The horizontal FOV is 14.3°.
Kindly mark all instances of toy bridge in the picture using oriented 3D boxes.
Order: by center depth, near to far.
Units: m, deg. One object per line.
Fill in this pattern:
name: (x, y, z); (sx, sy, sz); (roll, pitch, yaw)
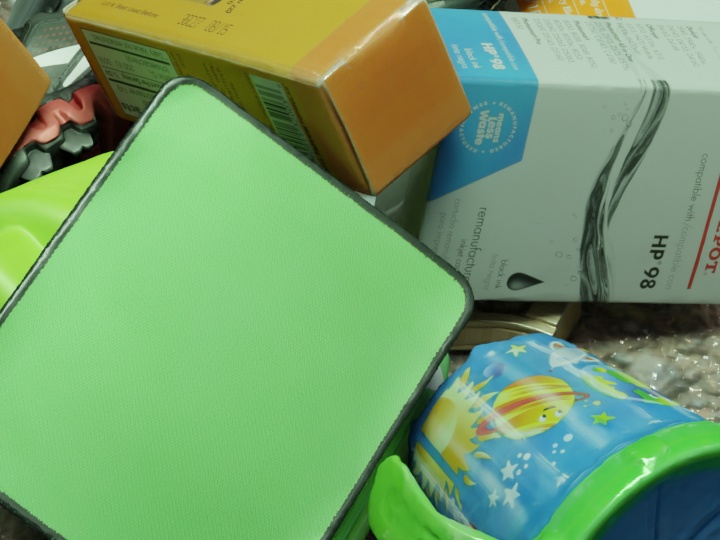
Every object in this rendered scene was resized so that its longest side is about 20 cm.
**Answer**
toy bridge: (0.000, 0.000, 1.337); (0.199, 0.027, 0.067); (21, 50, 15)

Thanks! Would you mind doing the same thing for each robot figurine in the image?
robot figurine: (-0.109, 0.012, 1.229); (0.116, 0.176, 0.200); (45, 26, 9)

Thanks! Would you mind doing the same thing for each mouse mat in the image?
mouse mat: (-0.060, 0.036, 1.144); (0.161, 0.008, 0.200); (37, 63, -6)

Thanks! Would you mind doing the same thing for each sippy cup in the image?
sippy cup: (0.090, 0.096, 1.187); (0.140, 0.178, 0.130); (-45, 46, -4)

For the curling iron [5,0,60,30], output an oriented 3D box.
curling iron: (-0.146, -0.159, 1.481); (0.049, 0.026, 0.200); (18, 48, 18)

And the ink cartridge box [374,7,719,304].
ink cartridge box: (0.116, -0.050, 1.300); (0.199, 0.116, 0.067); (1, 32, -18)

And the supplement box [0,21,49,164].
supplement box: (-0.245, -0.100, 1.341); (0.199, 0.067, 0.069); (15, 67, 33)

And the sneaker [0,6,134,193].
sneaker: (-0.116, -0.096, 1.392); (0.200, 0.071, 0.098); (-31, 57, -26)

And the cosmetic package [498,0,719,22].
cosmetic package: (0.163, -0.115, 1.424); (0.199, 0.071, 0.102); (-8, 47, -11)

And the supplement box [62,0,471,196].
supplement box: (-0.044, -0.093, 1.258); (0.066, 0.069, 0.200); (-41, 36, -22)

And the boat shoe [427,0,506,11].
boat shoe: (0.023, -0.118, 1.369); (0.199, 0.066, 0.074); (-37, 46, -13)

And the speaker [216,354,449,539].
speaker: (-0.034, 0.095, 1.205); (0.088, 0.089, 0.200); (19, 48, 15)
